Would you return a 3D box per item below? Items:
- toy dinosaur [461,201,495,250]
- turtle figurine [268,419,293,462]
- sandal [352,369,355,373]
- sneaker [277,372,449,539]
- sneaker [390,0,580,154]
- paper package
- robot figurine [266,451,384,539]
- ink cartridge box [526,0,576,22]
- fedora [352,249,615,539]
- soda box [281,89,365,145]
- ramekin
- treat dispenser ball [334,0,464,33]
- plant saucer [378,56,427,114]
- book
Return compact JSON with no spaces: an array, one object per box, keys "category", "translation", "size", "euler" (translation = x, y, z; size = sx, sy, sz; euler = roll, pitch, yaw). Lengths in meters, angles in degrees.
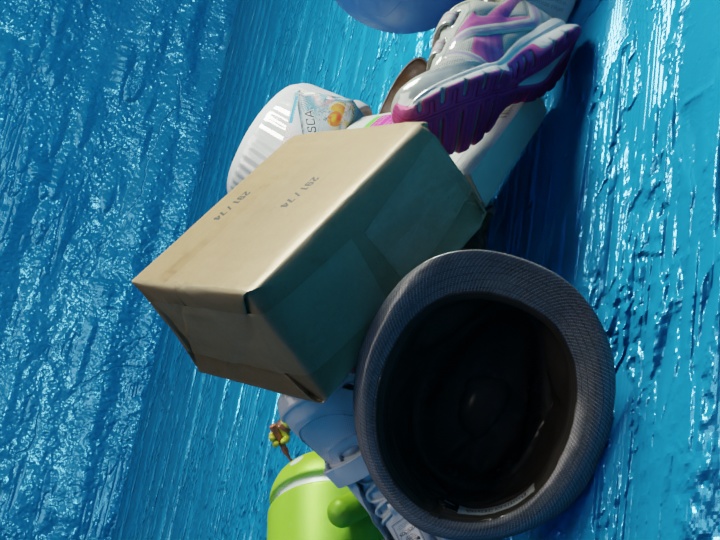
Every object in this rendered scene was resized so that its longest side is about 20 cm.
[{"category":"toy dinosaur","translation":[0.066,0.010,0.893],"size":[0.200,0.102,0.077],"euler":[-37,-28,-51]},{"category":"turtle figurine","translation":[-0.066,0.112,1.247],"size":[0.201,0.161,0.064],"euler":[-55,-6,28]},{"category":"sandal","translation":[-0.010,0.158,1.152],"size":[0.075,0.048,0.202],"euler":[-120,48,-68]},{"category":"sneaker","translation":[0.020,0.160,0.828],"size":[0.075,0.200,0.115],"euler":[-36,40,23]},{"category":"sneaker","translation":[0.087,-0.164,0.885],"size":[0.199,0.088,0.082],"euler":[-32,-27,-37]},{"category":"paper package","translation":[-0.041,-0.013,0.840],"size":[0.200,0.104,0.190],"euler":[-47,28,-26]},{"category":"robot figurine","translation":[-0.028,0.253,1.001],"size":[0.176,0.115,0.201],"euler":[-49,31,40]},{"category":"ink cartridge box","translation":[0.139,-0.348,0.959],"size":[0.145,0.144,0.201],"euler":[-111,40,-64]},{"category":"fedora","translation":[0.087,0.085,0.770],"size":[0.090,0.175,0.202],"euler":[-12,-66,-76]},{"category":"soda box","translation":[-0.021,-0.121,1.149],"size":[0.200,0.063,0.069],"euler":[42,-118,-73]},{"category":"ramekin","translation":[-0.076,-0.129,1.306],"size":[0.203,0.094,0.203],"euler":[-54,-11,-15]},{"category":"treat dispenser ball","translation":[0.047,-0.355,1.171],"size":[0.201,0.199,0.203],"euler":[-164,90,-74]},{"category":"plant saucer","translation":[0.050,-0.145,1.268],"size":[0.200,0.032,0.202],"euler":[-165,90,-74]},{"category":"book","translation":[0.050,-0.104,0.969],"size":[0.199,0.048,0.134],"euler":[-2,38,42]}]
